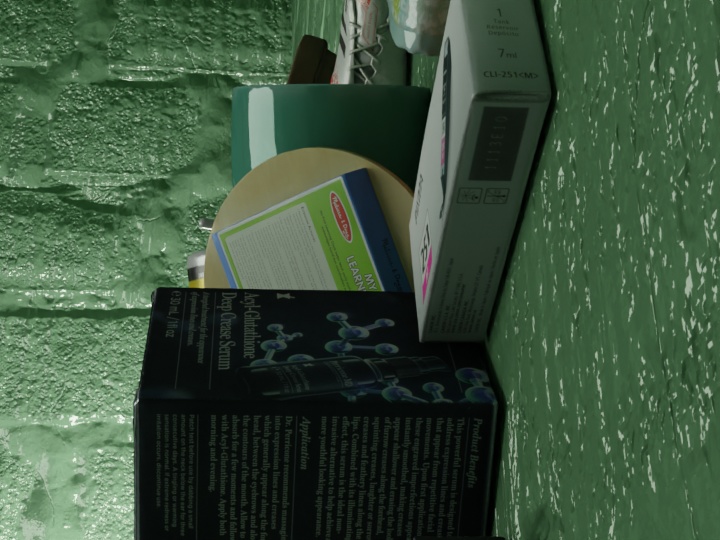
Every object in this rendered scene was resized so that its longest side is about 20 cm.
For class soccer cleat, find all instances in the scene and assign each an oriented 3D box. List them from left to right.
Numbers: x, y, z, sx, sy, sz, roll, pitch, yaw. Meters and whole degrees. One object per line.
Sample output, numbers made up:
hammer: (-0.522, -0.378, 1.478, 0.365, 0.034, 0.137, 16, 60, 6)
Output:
soccer cleat: (0.010, -0.198, 1.160, 0.085, 0.068, 0.202, 94, 180, -68)

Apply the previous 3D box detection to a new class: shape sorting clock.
shape sorting clock: (-0.024, 0.016, 0.924, 0.039, 0.198, 0.202, -18, -66, -56)

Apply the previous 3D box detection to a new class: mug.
mug: (-0.016, -0.080, 1.019, 0.185, 0.150, 0.116, -11, -78, -68)

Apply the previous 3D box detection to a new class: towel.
towel: (0.043, -0.254, 0.918, 0.200, 0.048, 0.173, -101, 13, -65)

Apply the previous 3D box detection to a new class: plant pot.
plant pot: (-0.039, -0.138, 1.407, 0.201, 0.092, 0.203, 15, -90, -90)

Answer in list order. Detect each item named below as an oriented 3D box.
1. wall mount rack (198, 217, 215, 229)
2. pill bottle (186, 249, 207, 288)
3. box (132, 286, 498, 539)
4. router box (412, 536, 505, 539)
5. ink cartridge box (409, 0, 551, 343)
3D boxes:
wall mount rack: (-0.094, 0.016, 1.337, 0.173, 0.074, 0.202, -4, -69, -58)
pill bottle: (-0.094, 0.079, 1.227, 0.114, 0.113, 0.202, 144, 119, -83)
box: (-0.030, 0.088, 0.792, 0.149, 0.198, 0.108, -102, 15, -67)
router box: (0.052, 0.257, 0.655, 0.201, 0.052, 0.159, -97, 11, -58)
ink cartridge box: (0.058, -0.087, 0.749, 0.201, 0.043, 0.175, 98, 170, -51)
